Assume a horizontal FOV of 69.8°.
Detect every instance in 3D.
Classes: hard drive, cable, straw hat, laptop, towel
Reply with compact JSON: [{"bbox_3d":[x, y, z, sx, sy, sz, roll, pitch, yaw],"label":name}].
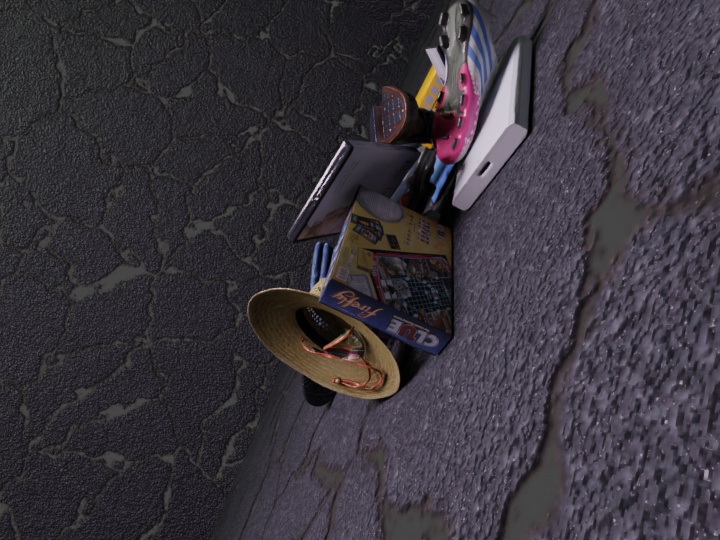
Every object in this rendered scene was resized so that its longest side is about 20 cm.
[{"bbox_3d":[0.166,-0.187,0.645,0.132,0.026,0.202,123,168,-50],"label":"hard drive"},{"bbox_3d":[0.072,-0.117,0.712,0.098,0.050,0.200,-59,-11,6],"label":"cable"},{"bbox_3d":[-0.029,0.060,0.617,0.086,0.199,0.202,-61,3,-36],"label":"straw hat"},{"bbox_3d":[0.117,-0.246,0.854,0.115,0.202,0.188,-28,18,12],"label":"laptop"},{"bbox_3d":[-0.044,0.056,0.777,0.201,0.048,0.113,89,-174,-55],"label":"towel"}]

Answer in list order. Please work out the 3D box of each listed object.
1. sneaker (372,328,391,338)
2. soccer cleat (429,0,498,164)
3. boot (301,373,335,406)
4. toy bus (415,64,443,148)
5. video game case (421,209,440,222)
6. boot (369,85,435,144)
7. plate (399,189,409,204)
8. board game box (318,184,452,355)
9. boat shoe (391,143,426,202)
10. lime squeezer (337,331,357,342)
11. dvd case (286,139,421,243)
[{"bbox_3d":[0.026,0.012,0.709,0.202,0.079,0.089,-99,25,-48],"label":"sneaker"},{"bbox_3d":[0.142,-0.235,0.657,0.069,0.085,0.204,13,100,55],"label":"soccer cleat"},{"bbox_3d":[-0.097,0.149,1.014,0.162,0.072,0.202,178,93,-69],"label":"boot"},{"bbox_3d":[0.133,-0.299,1.018,0.066,0.077,0.201,-75,12,-52],"label":"toy bus"},{"bbox_3d":[0.056,0.006,0.827,0.200,0.023,0.184,155,139,-79],"label":"video game case"},{"bbox_3d":[0.073,-0.209,0.702,0.200,0.095,0.076,-136,42,-78],"label":"boot"},{"bbox_3d":[0.071,-0.108,0.983,0.202,0.025,0.200,-58,1,2],"label":"plate"},{"bbox_3d":[0.038,-0.010,0.581,0.035,0.134,0.201,-59,9,35],"label":"board game box"},{"bbox_3d":[0.036,-0.139,0.870,0.075,0.062,0.201,-25,-26,-57],"label":"boat shoe"},{"bbox_3d":[-0.010,0.079,0.712,0.201,0.037,0.072,85,-165,-58],"label":"lime squeezer"},{"bbox_3d":[-0.002,-0.104,0.682,0.143,0.018,0.199,-55,-17,26],"label":"dvd case"}]
